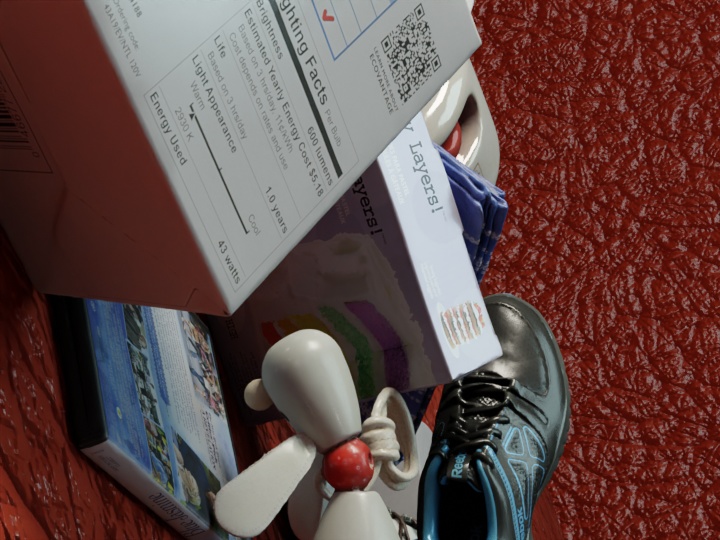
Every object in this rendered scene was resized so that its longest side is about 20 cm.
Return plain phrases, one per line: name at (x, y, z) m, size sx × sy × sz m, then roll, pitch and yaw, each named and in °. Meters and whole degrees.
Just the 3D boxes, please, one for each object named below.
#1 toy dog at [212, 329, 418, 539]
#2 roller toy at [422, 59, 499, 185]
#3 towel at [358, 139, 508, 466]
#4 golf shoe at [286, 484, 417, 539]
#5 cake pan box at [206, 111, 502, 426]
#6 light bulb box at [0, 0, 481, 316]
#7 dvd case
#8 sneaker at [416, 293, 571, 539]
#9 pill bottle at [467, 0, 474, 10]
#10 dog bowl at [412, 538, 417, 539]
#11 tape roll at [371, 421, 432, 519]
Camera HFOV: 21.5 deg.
toy dog at (-0.024, 0.143, 0.947) m, size 0.132 × 0.096 × 0.202 m, roll 45°, pitch 30°, yaw -55°
roller toy at (0.006, -0.092, 1.377) m, size 0.140 × 0.181 × 0.201 m, roll 63°, pitch 11°, yaw -50°
towel at (0.000, 0.000, 1.089) m, size 0.144 × 0.024 × 0.201 m, roll 38°, pitch -52°, yaw 26°
golf shoe at (0.017, 0.173, 1.179) m, size 0.078 × 0.094 × 0.201 m, roll -96°, pitch 164°, yaw -53°
cake pan box at (-0.026, -0.023, 1.059) m, size 0.052 × 0.183 × 0.202 m, roll -22°, pitch 96°, yaw -45°
light bulb box at (-0.074, -0.122, 0.786) m, size 0.200 × 0.124 × 0.199 m, roll -48°, pitch 129°, yaw -36°
dvd case at (-0.101, 0.054, 0.915) m, size 0.200 × 0.017 × 0.144 m, roll 56°, pitch 17°, yaw -60°
sneaker at (0.072, 0.100, 1.050) m, size 0.082 × 0.072 × 0.202 m, roll 54°, pitch 38°, yaw -59°
pill bottle at (-0.003, -0.151, 1.143) m, size 0.200 × 0.112 × 0.114 m, roll 154°, pitch -82°, yaw -74°
dog bowl at (0.036, 0.206, 1.086) m, size 0.199 × 0.049 × 0.113 m, roll -10°, pitch 86°, yaw -50°
tape roll at (0.045, 0.215, 1.371) m, size 0.200 × 0.066 × 0.202 m, roll -20°, pitch 90°, yaw -82°
